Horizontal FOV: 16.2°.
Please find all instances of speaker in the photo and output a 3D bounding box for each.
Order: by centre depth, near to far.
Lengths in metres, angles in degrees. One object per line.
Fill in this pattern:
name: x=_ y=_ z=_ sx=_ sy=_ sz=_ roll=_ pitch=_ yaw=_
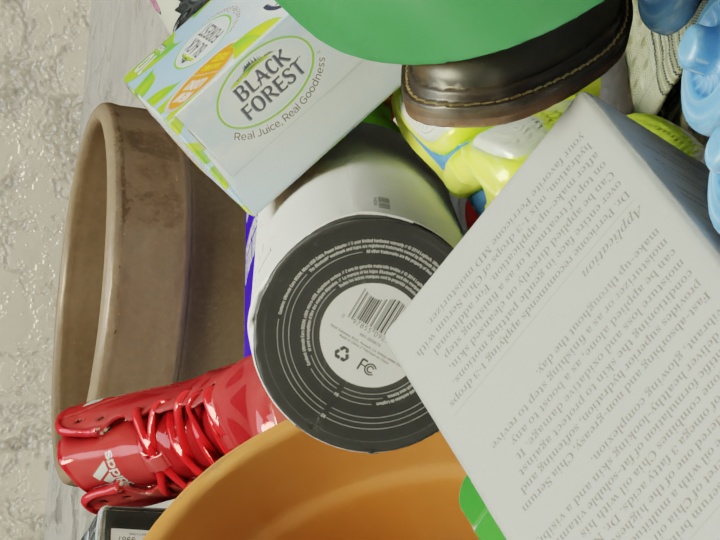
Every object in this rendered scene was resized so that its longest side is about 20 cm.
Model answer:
speaker: x=0.000 y=0.000 z=0.913 sx=0.200 sy=0.081 sz=0.082 roll=-99 pitch=17 yaw=-78

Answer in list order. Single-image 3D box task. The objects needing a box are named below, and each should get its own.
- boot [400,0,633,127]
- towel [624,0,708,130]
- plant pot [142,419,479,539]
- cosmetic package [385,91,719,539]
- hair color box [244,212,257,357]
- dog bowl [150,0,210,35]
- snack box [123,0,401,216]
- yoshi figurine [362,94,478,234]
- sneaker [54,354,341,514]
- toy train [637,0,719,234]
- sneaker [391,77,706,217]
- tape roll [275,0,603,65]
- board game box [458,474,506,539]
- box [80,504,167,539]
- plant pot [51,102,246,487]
boot: x=0.053 y=-0.125 z=0.790 sx=0.200 sy=0.074 sz=0.097 roll=-58 pitch=-34 yaw=-52
towel: x=0.132 y=-0.169 z=0.896 sx=0.193 sy=0.034 sz=0.201 roll=115 pitch=158 yaw=-49
plant pot: x=0.026 y=0.158 z=0.881 sx=0.201 sy=0.199 sz=0.141 roll=-101 pitch=-7 yaw=-49
cosmetic package: x=0.094 y=0.051 z=0.702 sx=0.102 sy=0.071 sz=0.200 roll=-51 pitch=39 yaw=17
hair color box: x=0.002 y=0.036 z=1.176 sx=0.065 sy=0.108 sz=0.201 roll=110 pitch=161 yaw=-66
dog bowl: x=-0.003 y=-0.139 z=1.117 sx=0.200 sy=0.199 sz=0.074 roll=134 pitch=119 yaw=-70
snack box: x=0.007 y=-0.114 z=0.957 sx=0.200 sy=0.053 sz=0.142 roll=-42 pitch=14 yaw=-2
yoshi figurine: x=0.011 y=0.011 z=1.081 sx=0.112 sy=0.112 sz=0.201 roll=-55 pitch=50 yaw=35
sneaker: x=-0.064 y=0.077 z=1.023 sx=0.200 sy=0.115 sz=0.079 roll=118 pitch=134 yaw=-85
toy train: x=0.140 y=-0.081 z=0.706 sx=0.201 sy=0.086 sz=0.115 roll=-99 pitch=28 yaw=-53
sneaker: x=0.068 y=-0.016 z=0.902 sx=0.200 sy=0.075 sz=0.106 roll=-129 pitch=25 yaw=-63
tape roll: x=0.038 y=-0.157 z=0.750 sx=0.200 sy=0.048 sz=0.201 roll=-24 pitch=47 yaw=28
board game box: x=0.099 y=0.093 z=0.758 sx=0.096 sy=0.030 sz=0.200 roll=-57 pitch=41 yaw=18
box: x=-0.022 y=0.141 z=1.046 sx=0.158 sy=0.198 sz=0.050 roll=129 pitch=143 yaw=-67
plant pot: x=-0.064 y=0.018 z=1.330 sx=0.200 sy=0.173 sz=0.202 roll=-175 pitch=90 yaw=-77
